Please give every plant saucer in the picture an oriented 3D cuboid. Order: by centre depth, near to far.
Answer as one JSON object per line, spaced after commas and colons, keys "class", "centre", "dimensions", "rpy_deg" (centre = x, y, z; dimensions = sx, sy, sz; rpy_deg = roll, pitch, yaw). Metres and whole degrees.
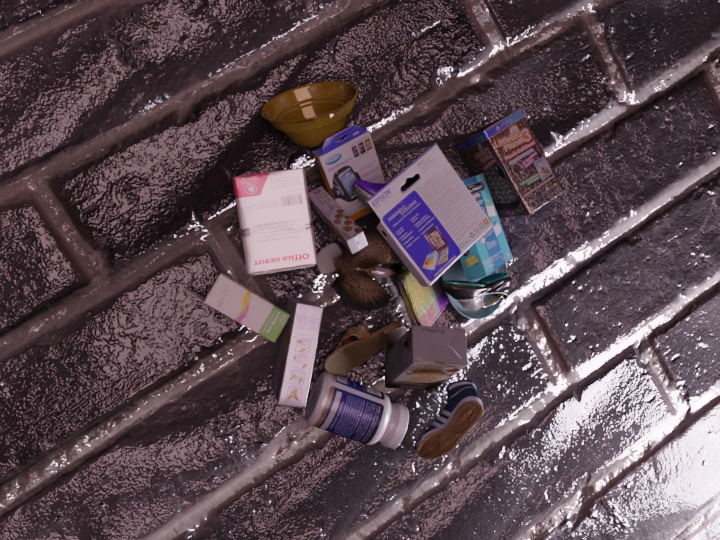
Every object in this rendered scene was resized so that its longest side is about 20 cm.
{"class": "plant saucer", "centre": [0.248, 0.008, 1.358], "dimensions": [0.200, 0.027, 0.201], "rpy_deg": [4, 84, -35]}

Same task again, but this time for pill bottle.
{"class": "pill bottle", "centre": [-0.006, 0.298, 1.290], "dimensions": [0.200, 0.116, 0.116], "rpy_deg": [23, 86, -12]}

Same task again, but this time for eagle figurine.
{"class": "eagle figurine", "centre": [0.007, -0.002, 1.242], "dimensions": [0.151, 0.200, 0.152], "rpy_deg": [-26, 94, -11]}

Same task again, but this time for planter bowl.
{"class": "planter bowl", "centre": [-0.094, -0.308, 1.244], "dimensions": [0.200, 0.200, 0.084], "rpy_deg": [-23, 126, -11]}

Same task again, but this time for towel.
{"class": "towel", "centre": [0.145, 0.029, 1.300], "dimensions": [0.200, 0.023, 0.144], "rpy_deg": [-45, 122, -44]}

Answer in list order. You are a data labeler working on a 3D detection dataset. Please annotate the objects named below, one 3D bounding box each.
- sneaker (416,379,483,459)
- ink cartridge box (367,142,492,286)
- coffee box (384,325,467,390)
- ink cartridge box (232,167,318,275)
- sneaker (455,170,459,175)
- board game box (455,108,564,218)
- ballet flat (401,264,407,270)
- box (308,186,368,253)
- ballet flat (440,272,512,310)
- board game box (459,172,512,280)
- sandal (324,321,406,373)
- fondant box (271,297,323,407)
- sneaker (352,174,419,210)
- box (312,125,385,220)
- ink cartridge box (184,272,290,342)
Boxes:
{"class": "sneaker", "centre": [0.197, 0.328, 1.369], "dimensions": [0.070, 0.109, 0.200], "rpy_deg": [33, 114, -14]}
{"class": "ink cartridge box", "centre": [0.130, -0.106, 1.165], "dimensions": [0.198, 0.043, 0.200], "rpy_deg": [-41, 101, -22]}
{"class": "coffee box", "centre": [0.131, 0.185, 1.270], "dimensions": [0.114, 0.200, 0.080], "rpy_deg": [6, 65, -11]}
{"class": "ink cartridge box", "centre": [-0.174, -0.099, 1.255], "dimensions": [0.146, 0.083, 0.201], "rpy_deg": [-8, 94, -7]}
{"class": "sneaker", "centre": [0.123, -0.160, 1.347], "dimensions": [0.200, 0.074, 0.088], "rpy_deg": [-43, 68, -2]}
{"class": "board game box", "centre": [0.320, -0.225, 1.330], "dimensions": [0.097, 0.159, 0.200], "rpy_deg": [-33, 97, -10]}
{"class": "ballet flat", "centre": [0.109, -0.034, 1.328], "dimensions": [0.200, 0.065, 0.071], "rpy_deg": [52, 53, -37]}
{"class": "box", "centre": [-0.049, -0.105, 1.236], "dimensions": [0.039, 0.200, 0.041], "rpy_deg": [-30, 134, -9]}
{"class": "ballet flat", "centre": [0.253, 0.048, 1.304], "dimensions": [0.200, 0.068, 0.069], "rpy_deg": [-6, 98, -34]}
{"class": "board game box", "centre": [0.244, -0.095, 1.296], "dimensions": [0.151, 0.047, 0.201], "rpy_deg": [-24, 95, -52]}
{"class": "sandal", "centre": [-0.004, 0.152, 1.321], "dimensions": [0.211, 0.070, 0.078], "rpy_deg": [-21, 133, -28]}
{"class": "fondant box", "centre": [-0.130, 0.161, 1.244], "dimensions": [0.058, 0.144, 0.201], "rpy_deg": [9, 89, -13]}
{"class": "sneaker", "centre": [0.084, -0.158, 1.267], "dimensions": [0.200, 0.070, 0.100], "rpy_deg": [24, 83, -9]}
{"class": "box", "centre": [-0.018, -0.203, 1.266], "dimensions": [0.119, 0.041, 0.200], "rpy_deg": [-30, 128, -11]}
{"class": "ink cartridge box", "centre": [-0.247, 0.062, 1.228], "dimensions": [0.200, 0.117, 0.067], "rpy_deg": [32, 84, -12]}
